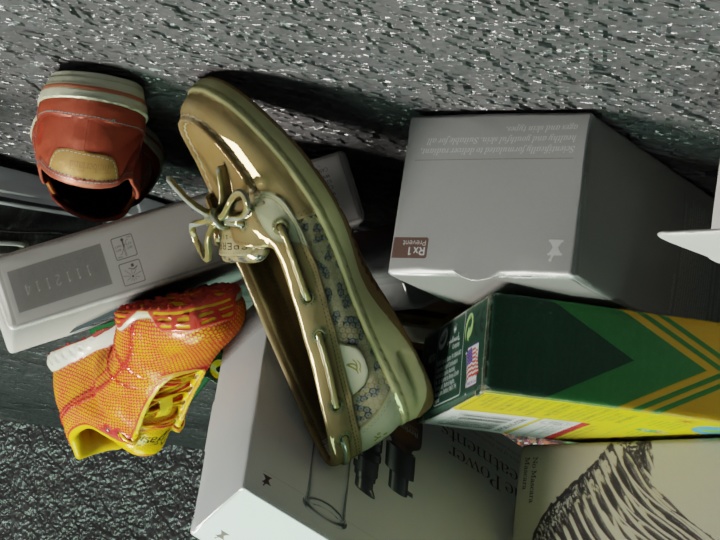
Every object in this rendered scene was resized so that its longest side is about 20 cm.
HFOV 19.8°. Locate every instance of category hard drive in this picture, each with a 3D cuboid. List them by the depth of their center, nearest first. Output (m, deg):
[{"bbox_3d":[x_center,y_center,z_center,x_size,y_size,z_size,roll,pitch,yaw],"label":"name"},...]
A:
[{"bbox_3d":[0.000,0.000,1.176,0.199,0.027,0.131,-8,-169,47],"label":"hard drive"}]

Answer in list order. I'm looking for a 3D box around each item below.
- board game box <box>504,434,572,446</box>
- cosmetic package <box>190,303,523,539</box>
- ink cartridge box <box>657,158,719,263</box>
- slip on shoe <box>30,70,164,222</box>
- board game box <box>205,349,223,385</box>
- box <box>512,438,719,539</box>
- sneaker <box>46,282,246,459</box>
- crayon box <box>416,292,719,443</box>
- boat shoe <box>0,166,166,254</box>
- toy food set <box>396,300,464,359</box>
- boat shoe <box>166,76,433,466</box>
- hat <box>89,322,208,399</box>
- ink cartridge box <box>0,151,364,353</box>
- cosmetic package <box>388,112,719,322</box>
[{"bbox_3d":[0.119,0.114,1.403,0.159,0.202,0.096,0,167,43],"label":"board game box"},{"bbox_3d":[0.011,0.119,1.087,0.199,0.151,0.052,34,127,-22],"label":"cosmetic package"},{"bbox_3d":[0.236,-0.024,0.910,0.199,0.069,0.115,18,167,-41],"label":"ink cartridge box"},{"bbox_3d":[-0.143,-0.055,1.098,0.073,0.062,0.200,8,171,-5],"label":"slip on shoe"},{"bbox_3d":[-0.026,0.059,1.246,0.104,0.024,0.200,35,-165,3],"label":"board game box"},{"bbox_3d":[0.170,0.127,1.030,0.068,0.083,0.199,17,162,-41],"label":"box"},{"bbox_3d":[-0.107,0.055,1.112,0.072,0.078,0.200,-13,170,-28],"label":"sneaker"},{"bbox_3d":[0.139,0.057,1.030,0.198,0.051,0.127,8,167,-12],"label":"crayon box"},{"bbox_3d":[-0.188,-0.017,1.310,0.199,0.072,0.072,11,169,-33],"label":"boat shoe"},{"bbox_3d":[0.051,0.023,1.254,0.142,0.061,0.200,9,-169,9],"label":"toy food set"},{"bbox_3d":[-0.036,0.001,1.007,0.201,0.062,0.073,58,163,-11],"label":"boat shoe"},{"bbox_3d":[-0.164,0.008,1.390,0.176,0.166,0.200,39,128,-3],"label":"hat"},{"bbox_3d":[-0.108,-0.004,1.159,0.198,0.045,0.176,-17,175,-12],"label":"ink cartridge box"},{"bbox_3d":[0.109,-0.013,1.045,0.106,0.091,0.200,2,165,31],"label":"cosmetic package"}]
